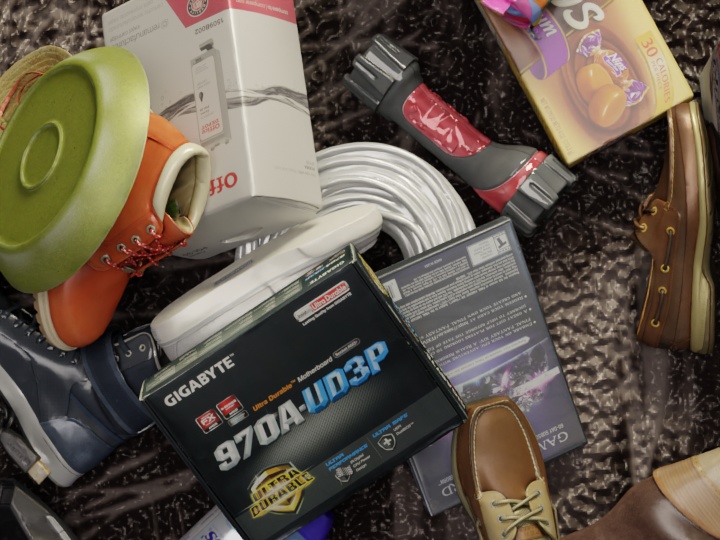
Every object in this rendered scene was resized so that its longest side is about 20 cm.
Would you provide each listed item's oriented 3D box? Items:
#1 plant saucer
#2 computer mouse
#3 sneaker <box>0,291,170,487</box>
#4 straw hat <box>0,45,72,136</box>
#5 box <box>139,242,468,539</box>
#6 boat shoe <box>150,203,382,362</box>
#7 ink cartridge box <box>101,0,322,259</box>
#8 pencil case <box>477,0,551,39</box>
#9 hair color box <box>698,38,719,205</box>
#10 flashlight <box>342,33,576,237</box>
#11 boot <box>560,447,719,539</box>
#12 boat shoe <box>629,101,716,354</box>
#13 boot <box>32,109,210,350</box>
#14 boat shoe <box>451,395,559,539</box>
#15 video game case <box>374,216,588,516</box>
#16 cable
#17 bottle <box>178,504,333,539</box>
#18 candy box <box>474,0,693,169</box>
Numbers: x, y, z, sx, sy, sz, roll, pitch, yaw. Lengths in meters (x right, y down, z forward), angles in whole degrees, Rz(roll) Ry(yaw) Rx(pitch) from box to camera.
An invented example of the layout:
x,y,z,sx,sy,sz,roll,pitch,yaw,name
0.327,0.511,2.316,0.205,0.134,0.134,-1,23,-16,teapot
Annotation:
x,y,z,sx,sy,sz,roll,pitch,yaw,name
-0.230,-0.082,1.641,0.031,0.200,0.200,25,89,-35,plant saucer
-0.256,0.193,1.743,0.046,0.140,0.200,-29,78,-35,computer mouse
-0.234,0.053,1.757,0.146,0.077,0.203,-32,93,14,sneaker
-0.248,-0.075,1.762,0.085,0.201,0.201,27,90,-37,straw hat
-0.042,0.099,1.660,0.200,0.046,0.159,-33,106,7,box
-0.064,0.019,1.689,0.200,0.072,0.069,-31,104,-3,boat shoe
-0.118,-0.125,1.713,0.146,0.083,0.200,-20,72,37,ink cartridge box
0.153,-0.280,1.688,0.088,0.088,0.200,33,88,6,pencil case
0.302,-0.114,1.658,0.064,0.200,0.111,-8,86,5,hair color box
0.079,-0.113,1.747,0.200,0.068,0.068,41,92,6,flashlight
0.267,0.255,1.721,0.166,0.072,0.200,-35,85,15,boot
0.246,-0.032,1.714,0.067,0.072,0.201,0,101,10,boat shoe
-0.180,-0.022,1.654,0.107,0.075,0.200,27,102,35,boot
0.124,0.197,1.697,0.075,0.074,0.200,-16,104,-13,boat shoe
0.084,0.076,1.709,0.143,0.019,0.200,-24,108,-11,video game case
0.000,0.000,1.749,0.200,0.069,0.200,-43,82,2,cable
-0.115,0.243,1.748,0.200,0.065,0.084,-43,88,2,bottle
0.170,-0.196,1.749,0.117,0.056,0.200,-28,86,3,candy box
